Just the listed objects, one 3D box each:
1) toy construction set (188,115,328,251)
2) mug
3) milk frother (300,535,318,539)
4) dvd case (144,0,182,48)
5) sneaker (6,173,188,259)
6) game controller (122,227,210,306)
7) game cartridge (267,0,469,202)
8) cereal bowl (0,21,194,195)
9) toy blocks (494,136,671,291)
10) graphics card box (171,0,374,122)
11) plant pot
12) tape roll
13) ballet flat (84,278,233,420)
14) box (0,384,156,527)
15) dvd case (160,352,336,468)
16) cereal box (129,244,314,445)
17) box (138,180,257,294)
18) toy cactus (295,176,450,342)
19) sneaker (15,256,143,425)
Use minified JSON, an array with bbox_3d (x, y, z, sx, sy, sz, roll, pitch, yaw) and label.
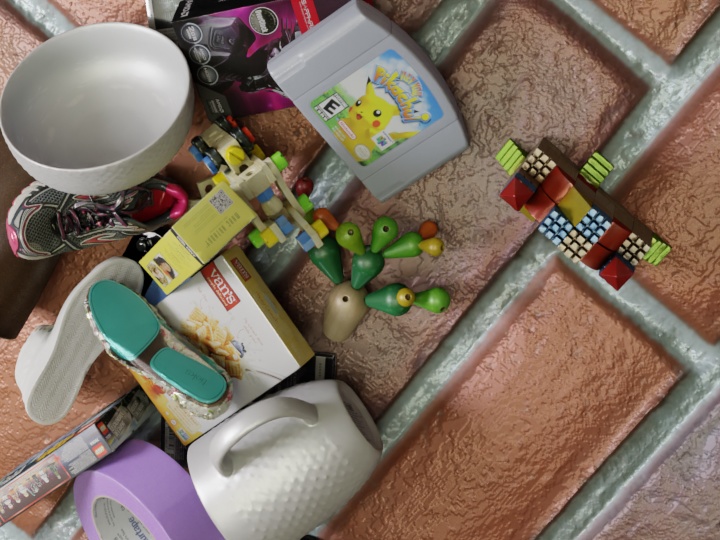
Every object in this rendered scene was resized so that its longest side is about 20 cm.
[{"bbox_3d":[-0.118,-0.084,1.550,0.092,0.199,0.132,-45,116,-19],"label":"toy construction set"},{"bbox_3d":[-0.081,0.190,1.574,0.174,0.200,0.148,-33,57,9],"label":"mug"},{"bbox_3d":[-0.041,0.373,1.627,0.200,0.188,0.181,-40,93,18],"label":"milk frother"},{"bbox_3d":[-0.158,-0.334,1.566,0.149,0.025,0.202,-4,103,13],"label":"dvd case"},{"bbox_3d":[-0.272,-0.064,1.560,0.074,0.199,0.082,17,122,49],"label":"sneaker"},{"bbox_3d":[-0.180,0.040,1.644,0.199,0.042,0.105,37,107,11],"label":"game controller"},{"bbox_3d":[0.017,-0.171,1.518,0.133,0.041,0.200,-33,120,17],"label":"game cartridge"},{"bbox_3d":[-0.260,-0.153,1.533,0.198,0.202,0.084,5,145,11],"label":"cereal bowl"},{"bbox_3d":[0.215,-0.054,1.492,0.200,0.137,0.100,41,108,0],"label":"toy blocks"},{"bbox_3d":[-0.079,-0.230,1.538,0.198,0.051,0.126,-7,127,15],"label":"graphics card box"},{"bbox_3d":[-0.383,-0.063,1.617,0.186,0.187,0.201,38,92,1],"label":"plant pot"},{"bbox_3d":[-0.226,0.287,1.656,0.199,0.065,0.202,31,140,30],"label":"tape roll"},{"bbox_3d":[-0.214,0.091,1.581,0.200,0.064,0.076,41,67,16],"label":"ballet flat"},{"bbox_3d":[-0.333,0.211,1.679,0.199,0.137,0.040,-34,95,18],"label":"box"},{"bbox_3d":[-0.127,0.156,1.683,0.198,0.016,0.150,6,103,12],"label":"dvd case"},{"bbox_3d":[-0.160,0.082,1.608,0.199,0.039,0.144,-36,91,35],"label":"cereal box"},{"bbox_3d":[-0.165,-0.030,1.505,0.075,0.200,0.050,-44,95,-18],"label":"box"},{"bbox_3d":[0.000,0.000,1.591,0.199,0.102,0.166,27,127,2],"label":"toy cactus"},{"bbox_3d":[-0.318,0.060,1.661,0.073,0.115,0.201,33,90,-28],"label":"sneaker"}]
